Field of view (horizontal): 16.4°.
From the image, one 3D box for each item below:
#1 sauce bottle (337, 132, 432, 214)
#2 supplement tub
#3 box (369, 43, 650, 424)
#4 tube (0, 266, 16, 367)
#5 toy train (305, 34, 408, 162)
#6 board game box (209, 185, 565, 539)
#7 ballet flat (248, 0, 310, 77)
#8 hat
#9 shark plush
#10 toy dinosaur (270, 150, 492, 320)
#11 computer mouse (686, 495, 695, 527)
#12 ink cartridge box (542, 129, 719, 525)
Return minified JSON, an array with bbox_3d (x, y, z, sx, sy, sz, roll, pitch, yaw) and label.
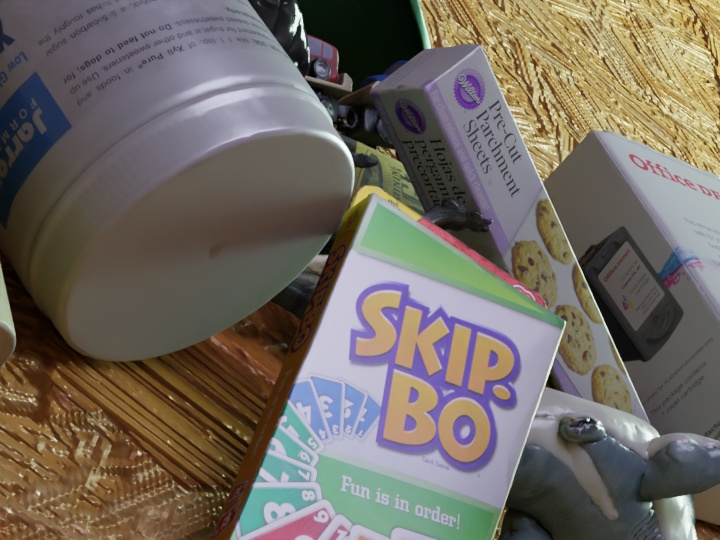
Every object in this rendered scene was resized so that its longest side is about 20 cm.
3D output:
[{"bbox_3d":[-0.011,-0.026,1.107,0.200,0.066,0.066,22,30,-38],"label":"sauce bottle"},{"bbox_3d":[-0.106,-0.080,0.955,0.132,0.132,0.200,8,40,-54],"label":"supplement tub"},{"bbox_3d":[0.067,-0.003,1.105,0.041,0.039,0.200,-38,113,-32],"label":"box"},{"bbox_3d":[-0.163,-0.055,0.864,0.058,0.052,0.200,23,43,-53],"label":"tube"},{"bbox_3d":[-0.032,-0.085,1.118,0.200,0.034,0.046,13,70,-32],"label":"toy train"},{"bbox_3d":[0.012,0.061,0.918,0.095,0.030,0.200,33,51,-15],"label":"board game box"},{"bbox_3d":[-0.068,-0.166,1.036,0.057,0.066,0.200,-16,97,-46],"label":"ballet flat"},{"bbox_3d":[-0.072,-0.116,1.222,0.200,0.176,0.166,82,-18,-56],"label":"hat"},{"bbox_3d":[0.076,0.092,1.010,0.091,0.083,0.200,16,-2,39],"label":"shark plush"},{"bbox_3d":[0.000,0.000,1.051,0.200,0.088,0.047,31,-8,-28],"label":"toy dinosaur"},{"bbox_3d":[0.112,0.056,1.205,0.059,0.034,0.200,20,31,-42],"label":"computer mouse"},{"bbox_3d":[0.182,0.037,1.287,0.147,0.086,0.200,19,31,-44],"label":"ink cartridge box"}]
